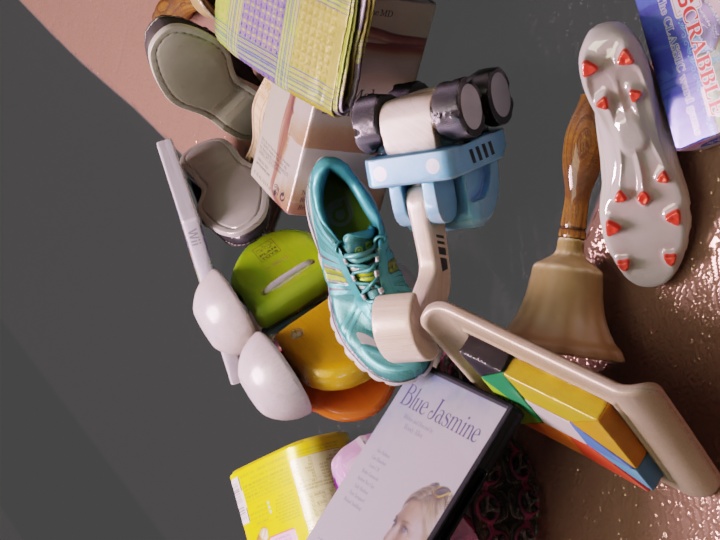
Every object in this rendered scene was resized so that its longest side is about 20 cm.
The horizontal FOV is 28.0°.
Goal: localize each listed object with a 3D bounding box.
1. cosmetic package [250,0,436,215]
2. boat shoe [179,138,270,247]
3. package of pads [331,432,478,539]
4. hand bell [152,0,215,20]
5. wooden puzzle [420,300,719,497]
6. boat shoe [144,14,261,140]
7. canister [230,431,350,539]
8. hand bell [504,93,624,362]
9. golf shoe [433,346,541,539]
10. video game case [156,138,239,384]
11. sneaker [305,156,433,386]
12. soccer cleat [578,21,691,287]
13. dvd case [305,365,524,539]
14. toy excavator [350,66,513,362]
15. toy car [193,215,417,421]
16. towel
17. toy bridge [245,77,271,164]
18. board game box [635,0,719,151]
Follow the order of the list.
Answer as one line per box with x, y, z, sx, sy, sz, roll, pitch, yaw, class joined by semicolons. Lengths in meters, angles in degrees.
-0.017;-0.155;1.258;0.087;0.102;0.202;45;128;50;cosmetic package
-0.123;-0.064;1.373;0.200;0.073;0.061;46;162;58;boat shoe
0.046;0.231;1.207;0.200;0.075;0.122;-134;25;-61;package of pads
-0.158;-0.268;1.425;0.199;0.103;0.106;-7;91;60;hand bell
0.153;0.102;1.071;0.199;0.185;0.037;20;72;38;wooden puzzle
-0.147;-0.186;1.344;0.072;0.201;0.061;-39;61;7;boat shoe
-0.042;0.269;1.369;0.148;0.086;0.202;-29;73;45;canister
0.166;-0.036;1.117;0.103;0.103;0.203;7;89;46;hand bell
0.094;0.161;1.223;0.092;0.072;0.203;-32;65;52;golf shoe
-0.153;-0.008;1.394;0.144;0.018;0.202;-115;10;-51;video game case
0.000;0.000;1.183;0.080;0.077;0.202;89;158;-76;sneaker
0.206;-0.088;1.073;0.068;0.078;0.202;-7;110;21;soccer cleat
0.033;0.174;1.133;0.201;0.017;0.142;-57;30;-8;dvd case
0.059;-0.046;1.148;0.099;0.194;0.203;-7;101;30;toy excavator
-0.039;0.053;1.302;0.200;0.174;0.151;48;166;38;toy car
-0.056;-0.223;1.193;0.199;0.023;0.145;33;122;43;towel
-0.061;-0.170;1.339;0.027;0.067;0.201;55;131;26;toy bridge
0.278;-0.208;0.988;0.198;0.041;0.203;-22;79;46;board game box
